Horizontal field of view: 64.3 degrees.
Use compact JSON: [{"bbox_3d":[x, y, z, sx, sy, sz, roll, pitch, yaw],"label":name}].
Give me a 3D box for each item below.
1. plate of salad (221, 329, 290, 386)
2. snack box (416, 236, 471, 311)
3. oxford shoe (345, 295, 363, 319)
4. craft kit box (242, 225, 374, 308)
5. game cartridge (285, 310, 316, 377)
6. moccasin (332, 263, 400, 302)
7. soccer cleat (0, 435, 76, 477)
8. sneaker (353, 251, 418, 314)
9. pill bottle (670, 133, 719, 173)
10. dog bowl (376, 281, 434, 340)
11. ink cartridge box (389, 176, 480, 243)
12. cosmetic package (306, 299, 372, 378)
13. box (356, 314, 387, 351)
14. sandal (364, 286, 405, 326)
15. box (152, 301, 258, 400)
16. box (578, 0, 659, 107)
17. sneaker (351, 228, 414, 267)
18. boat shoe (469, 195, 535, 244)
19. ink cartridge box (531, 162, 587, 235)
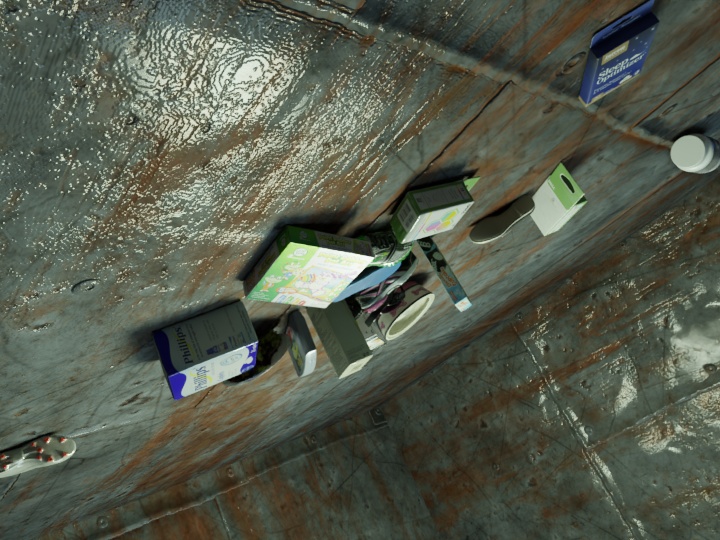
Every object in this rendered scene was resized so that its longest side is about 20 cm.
[{"bbox_3d":[-0.264,0.212,1.421,0.197,0.049,0.201,-24,-159,10],"label":"plate of salad"},{"bbox_3d":[0.200,-0.001,1.388,0.037,0.202,0.116,-32,160,9],"label":"snack box"},{"bbox_3d":[0.007,0.085,1.540,0.199,0.073,0.084,-37,163,25],"label":"oxford shoe"},{"bbox_3d":[-0.105,-0.001,1.142,0.197,0.049,0.198,8,139,-36],"label":"craft kit box"},{"bbox_3d":[-0.159,0.204,1.516,0.040,0.135,0.201,-20,159,-21],"label":"game cartridge"},{"bbox_3d":[0.000,0.000,1.328,0.197,0.069,0.081,-22,152,-22],"label":"moccasin"},{"bbox_3d":[-0.787,0.445,1.369,0.197,0.070,0.078,-11,161,-23],"label":"soccer cleat"},{"bbox_3d":[0.060,0.011,1.424,0.200,0.087,0.080,-45,-171,-20],"label":"sneaker"},{"bbox_3d":[1.037,-0.362,1.768,0.198,0.115,0.114,-7,153,-46],"label":"pill bottle"},{"bbox_3d":[0.128,0.115,1.728,0.199,0.074,0.201,-37,159,-17],"label":"dog bowl"},{"bbox_3d":[0.170,-0.130,1.214,0.197,0.060,0.104,-17,158,-29],"label":"ink cartridge box"},{"bbox_3d":[-0.055,0.153,1.426,0.070,0.202,0.105,-17,160,-28],"label":"cosmetic package"},{"bbox_3d":[0.017,0.167,1.694,0.059,0.118,0.200,-26,162,4],"label":"box"},{"bbox_3d":[0.076,0.085,1.493,0.201,0.048,0.076,-50,176,-42],"label":"sandal"},{"bbox_3d":[-0.335,0.178,1.252,0.197,0.106,0.185,-20,158,-22],"label":"box"},{"bbox_3d":[0.470,-0.389,1.047,0.120,0.033,0.200,-30,160,6],"label":"box"},{"bbox_3d":[0.032,-0.046,1.233,0.197,0.079,0.086,-23,160,-15],"label":"sneaker"},{"bbox_3d":[0.382,-0.125,1.536,0.198,0.067,0.057,-33,156,1],"label":"boat shoe"},{"bbox_3d":[0.524,-0.191,1.506,0.058,0.105,0.201,-19,159,-22],"label":"ink cartridge box"}]
